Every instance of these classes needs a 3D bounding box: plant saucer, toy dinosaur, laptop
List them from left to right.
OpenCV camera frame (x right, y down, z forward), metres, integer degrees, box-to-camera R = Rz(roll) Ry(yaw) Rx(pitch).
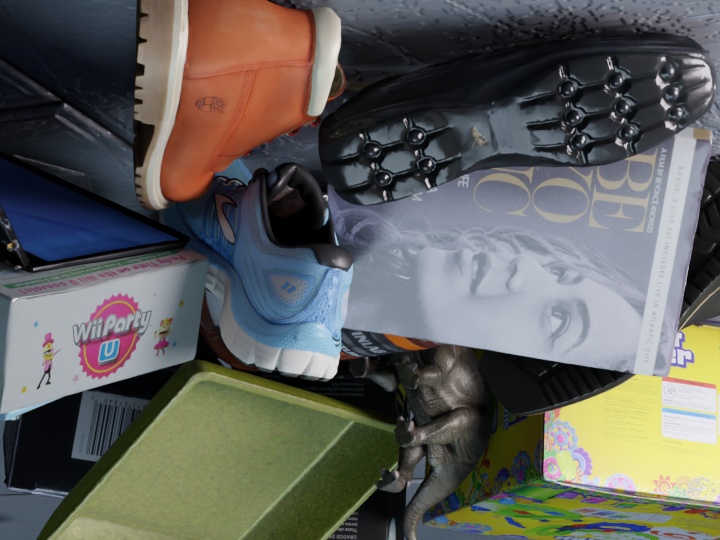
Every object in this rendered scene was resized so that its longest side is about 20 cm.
[{"bbox_3d":[-0.205,-0.078,0.959,0.177,0.103,0.200,23,147,34],"label":"laptop"},{"bbox_3d":[-0.093,0.135,1.241,0.200,0.048,0.200,19,123,-41],"label":"plant saucer"},{"bbox_3d":[0.052,0.086,1.205,0.102,0.200,0.077,-12,179,-41],"label":"toy dinosaur"}]

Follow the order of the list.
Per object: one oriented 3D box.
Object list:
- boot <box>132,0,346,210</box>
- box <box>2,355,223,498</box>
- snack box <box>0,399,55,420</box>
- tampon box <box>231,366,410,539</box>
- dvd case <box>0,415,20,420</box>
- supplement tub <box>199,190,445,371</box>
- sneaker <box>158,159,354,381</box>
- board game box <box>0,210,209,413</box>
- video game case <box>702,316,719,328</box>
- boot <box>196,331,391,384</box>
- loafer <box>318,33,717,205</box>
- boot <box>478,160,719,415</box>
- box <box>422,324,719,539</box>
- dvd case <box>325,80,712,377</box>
[{"bbox_3d":[-0.064,-0.082,0.962,0.107,0.075,0.200,1,162,-9],"label":"boot"},{"bbox_3d":[-0.183,0.102,1.390,0.148,0.104,0.200,10,-177,-11],"label":"box"},{"bbox_3d":[-0.244,0.033,1.066,0.200,0.037,0.116,12,-164,25],"label":"snack box"},{"bbox_3d":[-0.029,0.141,1.433,0.126,0.200,0.150,1,163,6],"label":"tampon box"},{"bbox_3d":[-0.253,0.024,1.166,0.146,0.200,0.022,1,125,10],"label":"dvd case"},{"bbox_3d":[0.000,0.000,1.142,0.200,0.107,0.107,-10,158,35],"label":"supplement tub"},{"bbox_3d":[-0.047,-0.023,1.033,0.078,0.090,0.200,11,-156,-31],"label":"sneaker"},{"bbox_3d":[-0.204,-0.001,0.998,0.200,0.064,0.147,21,-160,32],"label":"board game box"},{"bbox_3d":[0.216,0.038,1.267,0.200,0.019,0.143,-3,161,20],"label":"video game case"},{"bbox_3d":[-0.060,0.028,1.285,0.168,0.077,0.200,5,170,7],"label":"boot"},{"bbox_3d":[0.076,-0.085,0.944,0.200,0.070,0.068,-12,121,8],"label":"loafer"},{"bbox_3d":[0.173,0.028,1.132,0.200,0.078,0.138,-34,159,5],"label":"boot"},{"bbox_3d":[0.171,0.114,1.279,0.200,0.122,0.193,10,161,-20],"label":"box"},{"bbox_3d":[0.079,-0.021,1.022,0.200,0.016,0.149,8,120,5],"label":"dvd case"}]
